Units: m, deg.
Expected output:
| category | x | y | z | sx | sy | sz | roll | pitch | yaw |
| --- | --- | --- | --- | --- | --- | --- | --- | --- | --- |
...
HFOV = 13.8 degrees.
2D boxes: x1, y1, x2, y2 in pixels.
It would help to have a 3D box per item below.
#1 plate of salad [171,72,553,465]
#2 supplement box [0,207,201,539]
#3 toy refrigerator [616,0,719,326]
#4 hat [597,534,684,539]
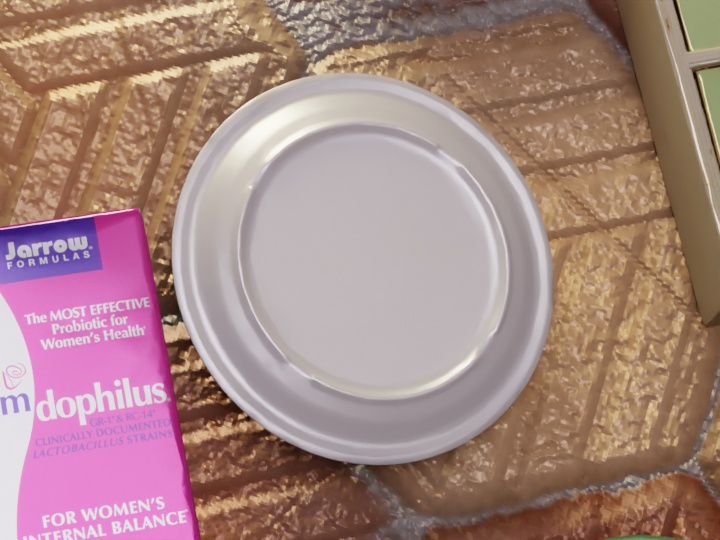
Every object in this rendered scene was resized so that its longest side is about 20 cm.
| category | x | y | z | sx | sy | sz | roll | pitch | yaw |
| --- | --- | --- | --- | --- | --- | --- | --- | --- | --- |
| plate of salad | 0.000 | 0.000 | 1.476 | 0.199 | 0.048 | 0.201 | 5 | 74 | -18 |
| supplement box | -0.138 | 0.084 | 1.403 | 0.101 | 0.103 | 0.201 | -9 | 74 | -10 |
| toy refrigerator | 0.193 | -0.081 | 1.517 | 0.076 | 0.070 | 0.201 | -10 | 76 | -11 |
| hat | 0.131 | 0.258 | 1.434 | 0.165 | 0.177 | 0.200 | 6 | 43 | 32 |
